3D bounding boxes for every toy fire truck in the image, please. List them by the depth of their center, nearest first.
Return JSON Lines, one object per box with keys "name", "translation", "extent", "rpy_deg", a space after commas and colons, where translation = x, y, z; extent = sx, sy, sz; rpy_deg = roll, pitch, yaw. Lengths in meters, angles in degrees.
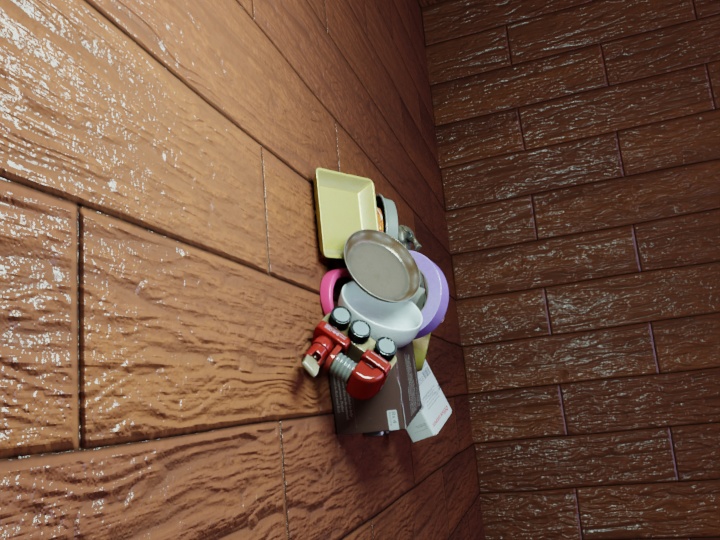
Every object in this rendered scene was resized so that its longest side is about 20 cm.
{"name": "toy fire truck", "translation": [-0.038, 0.182, 1.254], "extent": [0.200, 0.174, 0.131], "rpy_deg": [-46, 163, -44]}

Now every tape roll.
{"name": "tape roll", "translation": [0.110, 0.059, 1.533], "extent": [0.065, 0.194, 0.207], "rpy_deg": [24, 58, -62]}

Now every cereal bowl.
{"name": "cereal bowl", "translation": [0.035, 0.108, 1.419], "extent": [0.201, 0.195, 0.085], "rpy_deg": [-57, 171, -67]}

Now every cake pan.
{"name": "cake pan", "translation": [0.058, -0.093, 1.656], "extent": [0.200, 0.035, 0.208], "rpy_deg": [-178, -90, -77]}

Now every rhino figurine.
{"name": "rhino figurine", "translation": [0.099, -0.041, 1.690], "extent": [0.089, 0.058, 0.202], "rpy_deg": [65, -26, 25]}

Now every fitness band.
{"name": "fitness band", "translation": [-0.034, 0.068, 1.495], "extent": [0.199, 0.036, 0.149], "rpy_deg": [-8, 92, -64]}

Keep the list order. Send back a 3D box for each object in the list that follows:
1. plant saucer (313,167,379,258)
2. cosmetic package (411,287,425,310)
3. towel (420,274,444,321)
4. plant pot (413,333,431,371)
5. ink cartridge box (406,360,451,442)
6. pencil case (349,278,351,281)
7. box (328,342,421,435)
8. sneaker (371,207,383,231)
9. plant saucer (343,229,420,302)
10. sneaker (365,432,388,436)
{"name": "plant saucer", "translation": [-0.039, -0.122, 1.504], "extent": [0.197, 0.048, 0.207], "rpy_deg": [4, 77, -48]}
{"name": "cosmetic package", "translation": [0.115, 0.127, 1.790], "extent": [0.073, 0.101, 0.204], "rpy_deg": [-48, 151, -39]}
{"name": "towel", "translation": [0.170, 0.055, 1.777], "extent": [0.199, 0.022, 0.149], "rpy_deg": [-162, -121, -68]}
{"name": "plant pot", "translation": [0.106, 0.188, 1.663], "extent": [0.200, 0.138, 0.207], "rpy_deg": [14, 90, -82]}
{"name": "ink cartridge box", "translation": [0.156, 0.348, 1.782], "extent": [0.145, 0.083, 0.204], "rpy_deg": [-29, 91, -57]}
{"name": "pencil case", "translation": [0.000, 0.000, 1.623], "extent": [0.086, 0.080, 0.206], "rpy_deg": [-160, -124, -69]}
{"name": "box", "translation": [0.037, 0.261, 1.460], "extent": [0.199, 0.159, 0.172], "rpy_deg": [-3, 85, -74]}
{"name": "sneaker", "translation": [-0.002, -0.154, 1.623], "extent": [0.202, 0.075, 0.074], "rpy_deg": [58, -35, 34]}
{"name": "plant saucer", "translation": [0.045, -0.005, 1.455], "extent": [0.032, 0.195, 0.204], "rpy_deg": [-53, -160, 42]}
{"name": "sneaker", "translation": [0.063, 0.368, 1.660], "extent": [0.199, 0.072, 0.092], "rpy_deg": [17, 67, -73]}
